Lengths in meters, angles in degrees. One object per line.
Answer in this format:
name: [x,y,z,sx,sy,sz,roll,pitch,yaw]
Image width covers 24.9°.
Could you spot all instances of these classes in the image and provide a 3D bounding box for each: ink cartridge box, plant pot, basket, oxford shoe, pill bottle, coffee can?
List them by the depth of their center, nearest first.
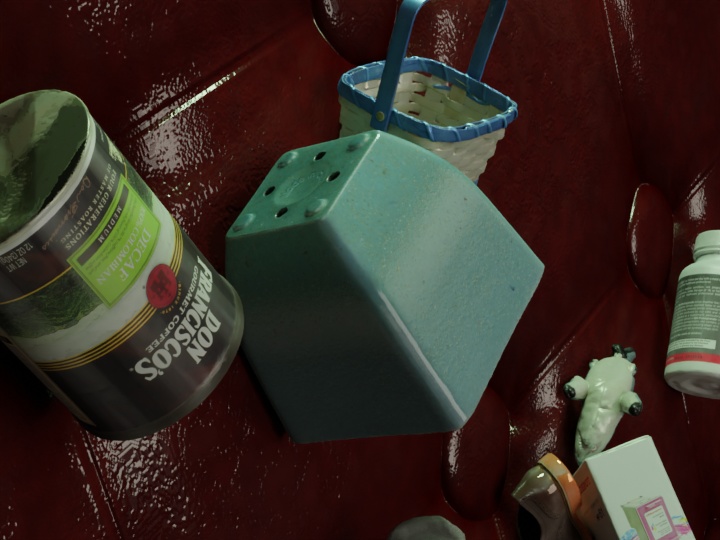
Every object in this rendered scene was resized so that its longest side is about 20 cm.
coffee can: [-0.190,-0.001,1.103,0.200,0.145,0.147,54,48,-40]
plant pot: [0.000,0.000,1.360,0.201,0.195,0.197,55,47,-26]
basket: [0.061,-0.161,1.465,0.176,0.139,0.201,-19,135,-55]
ink cartridge box: [0.304,0.298,1.773,0.145,0.084,0.201,99,-28,-69]
oxford shoe: [0.206,0.285,1.781,0.073,0.071,0.201,-33,130,-14]
pill bottle: [0.459,0.056,2.102,0.111,0.110,0.202,35,61,-50]

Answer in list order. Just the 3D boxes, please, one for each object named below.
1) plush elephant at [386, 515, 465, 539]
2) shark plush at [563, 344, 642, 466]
plush elephant: [0.062,0.313,1.454,0.199,0.154,0.166,26,52,-46]
shark plush: [0.282,0.144,1.913,0.200,0.090,0.084,-72,167,-59]
